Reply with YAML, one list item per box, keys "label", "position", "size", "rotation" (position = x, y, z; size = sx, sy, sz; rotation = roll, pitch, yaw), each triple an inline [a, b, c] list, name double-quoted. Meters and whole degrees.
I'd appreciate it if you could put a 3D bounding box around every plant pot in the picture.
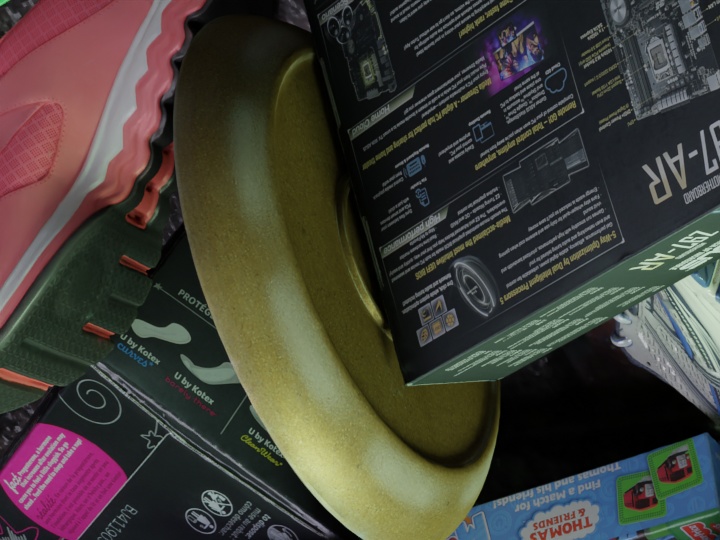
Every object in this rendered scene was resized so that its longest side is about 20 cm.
- label: "plant pot"
  position: [0.000, 0.000, 1.038]
  size: [0.027, 0.200, 0.200]
  rotation: [-21, 117, 23]

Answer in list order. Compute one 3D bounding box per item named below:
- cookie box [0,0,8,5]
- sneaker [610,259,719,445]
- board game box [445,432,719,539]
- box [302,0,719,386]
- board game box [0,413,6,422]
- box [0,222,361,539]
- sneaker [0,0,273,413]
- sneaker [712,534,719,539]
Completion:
- label: "cookie box"
  position: [-0.145, -0.164, 0.941]
  size: [0.171, 0.200, 0.075]
  rotation: [33, 143, 27]
- label: "sneaker"
  position: [0.115, 0.001, 1.048]
  size: [0.085, 0.077, 0.200]
  rotation: [-9, 122, 46]
- label: "board game box"
  position: [0.071, 0.130, 1.130]
  size: [0.200, 0.037, 0.151]
  rotation: [-19, 148, 22]
- label: "box"
  position: [0.068, -0.070, 0.963]
  size: [0.200, 0.043, 0.161]
  rotation: [-33, 66, 47]
- label: "board game box"
  position: [-0.186, -0.003, 1.271]
  size: [0.126, 0.035, 0.200]
  rotation: [36, 139, -1]
- label: "box"
  position: [-0.071, 0.084, 1.217]
  size: [0.132, 0.115, 0.200]
  rotation: [36, 139, -4]
- label: "sneaker"
  position: [-0.111, -0.041, 1.094]
  size: [0.087, 0.200, 0.074]
  rotation: [27, 173, 25]
- label: "sneaker"
  position: [0.201, 0.098, 1.044]
  size: [0.078, 0.199, 0.066]
  rotation: [134, 122, -78]
